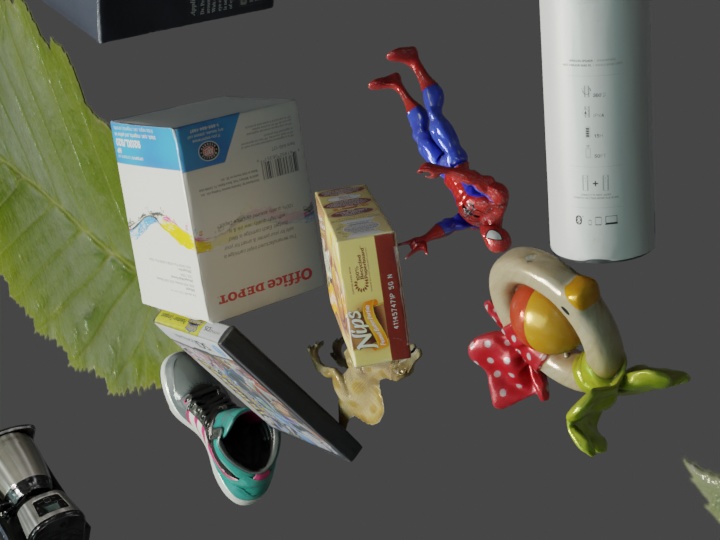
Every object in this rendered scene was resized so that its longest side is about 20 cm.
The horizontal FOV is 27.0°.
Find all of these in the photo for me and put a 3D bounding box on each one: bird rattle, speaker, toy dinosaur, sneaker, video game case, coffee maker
[{"bbox_3d":[0.158,0.047,1.182,0.200,0.113,0.163,38,155,54],"label":"bird rattle"},{"bbox_3d":[0.175,-0.111,1.106,0.081,0.081,0.200,19,121,51],"label":"speaker"},{"bbox_3d":[-0.010,0.114,1.506,0.101,0.058,0.200,59,145,17],"label":"toy dinosaur"},{"bbox_3d":[-0.157,0.167,1.721,0.200,0.084,0.121,57,150,8],"label":"sneaker"},{"bbox_3d":[-0.110,0.117,1.569,0.200,0.026,0.181,45,164,-25],"label":"video game case"},{"bbox_3d":[-0.506,0.367,2.315,0.200,0.135,0.192,50,164,31],"label":"coffee maker"}]

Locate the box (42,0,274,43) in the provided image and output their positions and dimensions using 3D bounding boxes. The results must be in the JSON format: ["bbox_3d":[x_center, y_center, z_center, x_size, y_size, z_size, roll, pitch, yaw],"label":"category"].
[{"bbox_3d":[-0.216,-0.324,1.469,0.197,0.200,0.118,37,134,42],"label":"box"}]

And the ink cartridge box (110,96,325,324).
[{"bbox_3d":[-0.146,-0.066,1.538,0.145,0.147,0.200,11,114,53],"label":"ink cartridge box"}]

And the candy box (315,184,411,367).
[{"bbox_3d":[0.000,0.000,1.359,0.200,0.055,0.116,-113,15,-74],"label":"candy box"}]

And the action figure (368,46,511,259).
[{"bbox_3d":[0.055,-0.091,1.283,0.200,0.099,0.065,57,145,17],"label":"action figure"}]
